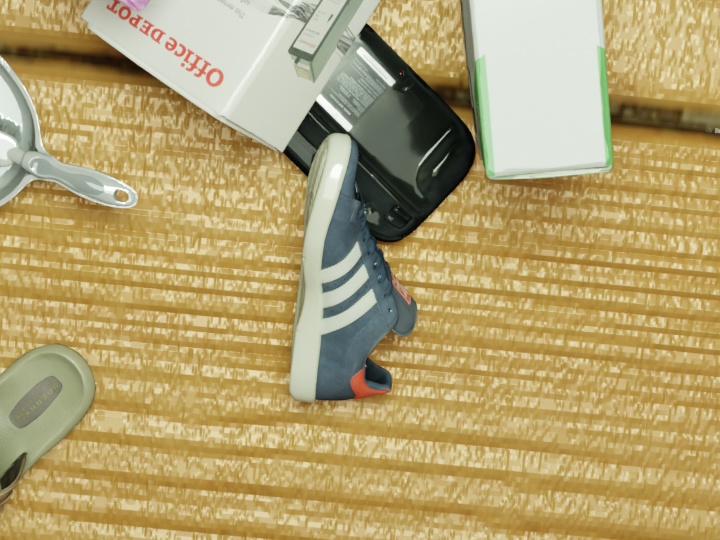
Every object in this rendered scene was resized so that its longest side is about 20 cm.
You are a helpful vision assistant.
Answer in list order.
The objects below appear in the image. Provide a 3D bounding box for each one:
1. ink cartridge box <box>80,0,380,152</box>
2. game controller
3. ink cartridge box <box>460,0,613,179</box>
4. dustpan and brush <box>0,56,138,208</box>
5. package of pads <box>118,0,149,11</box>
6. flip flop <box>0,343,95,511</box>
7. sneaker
[{"bbox_3d":[-0.065,-0.202,1.413,0.145,0.084,0.201,35,94,31],"label":"ink cartridge box"},{"bbox_3d":[-0.014,-0.116,1.495,0.200,0.042,0.104,45,80,-8],"label":"game controller"},{"bbox_3d":[0.111,-0.144,1.409,0.083,0.200,0.147,-6,99,2],"label":"ink cartridge box"},{"bbox_3d":[-0.244,-0.084,1.474,0.199,0.057,0.141,20,97,-5],"label":"dustpan and brush"},{"bbox_3d":[-0.156,-0.252,1.380,0.075,0.200,0.121,33,97,-30],"label":"package of pads"},{"bbox_3d":[-0.263,0.135,1.509,0.081,0.058,0.200,44,95,-8],"label":"flip flop"},{"bbox_3d":[0.000,0.000,1.477,0.084,0.075,0.201,5,121,-3],"label":"sneaker"}]
